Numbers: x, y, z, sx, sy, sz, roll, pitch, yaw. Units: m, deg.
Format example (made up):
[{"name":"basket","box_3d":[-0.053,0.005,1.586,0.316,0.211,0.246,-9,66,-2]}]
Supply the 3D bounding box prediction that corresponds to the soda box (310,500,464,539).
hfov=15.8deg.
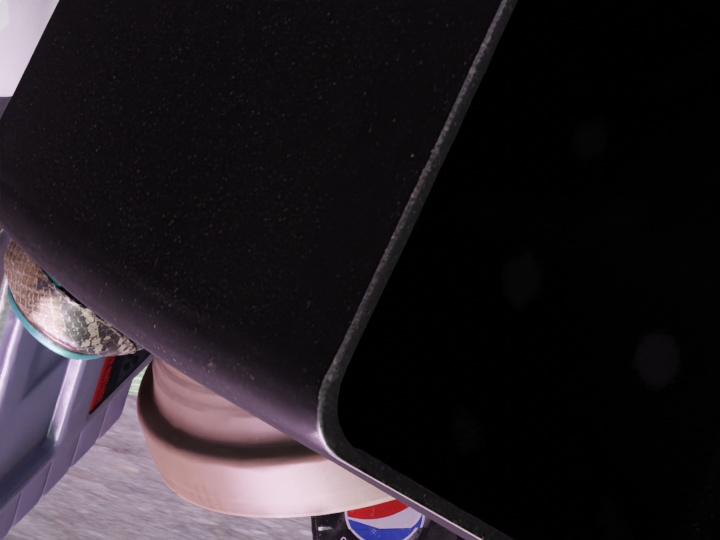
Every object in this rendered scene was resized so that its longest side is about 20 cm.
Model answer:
[{"name":"soda box","box_3d":[0.026,0.089,1.157,0.071,0.063,0.200,-3,-174,9]}]

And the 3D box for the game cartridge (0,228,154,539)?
[{"name":"game cartridge","box_3d":[-0.096,0.004,0.890,0.038,0.130,0.200,31,128,14]}]

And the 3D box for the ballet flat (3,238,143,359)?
[{"name":"ballet flat","box_3d":[-0.037,-0.026,0.813,0.068,0.075,0.200,45,-154,9]}]

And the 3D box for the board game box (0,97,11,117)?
[{"name":"board game box","box_3d":[-0.147,0.019,0.948,0.064,0.148,0.200,30,149,11]}]

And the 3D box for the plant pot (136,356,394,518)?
[{"name":"plant pot","box_3d":[0.000,0.000,0.985,0.201,0.201,0.093,0,121,41]}]

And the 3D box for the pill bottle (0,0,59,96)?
[{"name":"pill bottle","box_3d":[-0.134,-0.118,0.773,0.200,0.114,0.114,16,163,-2]}]

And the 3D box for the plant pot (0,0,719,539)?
[{"name":"plant pot","box_3d":[0.023,-0.037,0.675,0.177,0.200,0.199,18,169,41]}]

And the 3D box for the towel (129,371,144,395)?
[{"name":"towel","box_3d":[-0.096,0.038,1.290,0.200,0.023,0.153,9,161,21]}]
